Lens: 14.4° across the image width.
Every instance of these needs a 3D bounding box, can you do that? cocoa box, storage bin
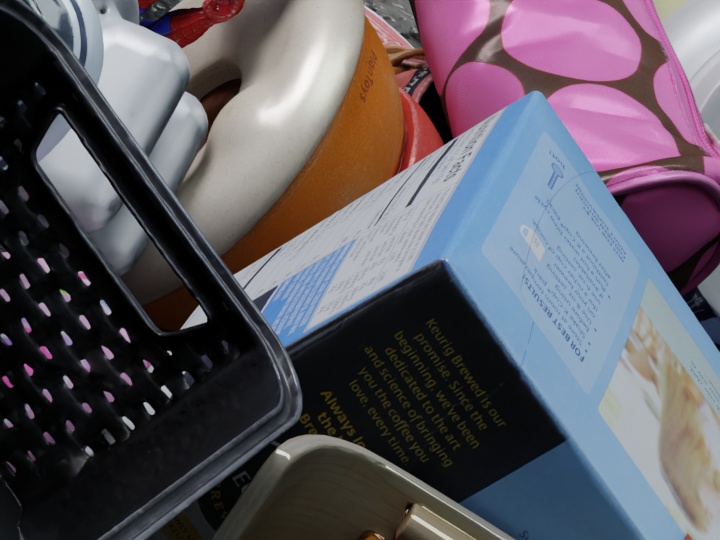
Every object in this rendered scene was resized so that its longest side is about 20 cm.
[{"bbox_3d":[0.043,0.078,0.807,0.200,0.131,0.133,54,25,-11],"label":"cocoa box"},{"bbox_3d":[-0.110,0.023,0.651,0.135,0.094,0.200,54,19,1],"label":"storage bin"}]

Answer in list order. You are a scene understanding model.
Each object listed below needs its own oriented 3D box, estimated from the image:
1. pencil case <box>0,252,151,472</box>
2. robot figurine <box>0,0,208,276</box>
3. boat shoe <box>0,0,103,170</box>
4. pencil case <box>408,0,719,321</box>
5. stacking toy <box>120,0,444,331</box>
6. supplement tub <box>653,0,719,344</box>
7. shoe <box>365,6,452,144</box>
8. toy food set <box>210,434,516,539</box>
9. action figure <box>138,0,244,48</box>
[{"bbox_3d":[-0.150,0.035,0.791,0.199,0.088,0.088,-2,44,-49],"label":"pencil case"},{"bbox_3d":[-0.149,-0.070,0.898,0.199,0.170,0.113,24,70,14],"label":"robot figurine"},{"bbox_3d":[-0.169,-0.039,0.769,0.091,0.199,0.071,55,17,-80],"label":"boat shoe"},{"bbox_3d":[0.072,-0.076,1.003,0.091,0.093,0.201,54,15,-52],"label":"pencil case"},{"bbox_3d":[0.000,0.000,0.997,0.200,0.146,0.146,41,22,-28],"label":"stacking toy"},{"bbox_3d":[0.146,-0.052,1.119,0.144,0.146,0.200,24,7,-19],"label":"supplement tub"},{"bbox_3d":[0.016,-0.064,1.094,0.071,0.091,0.200,-36,72,-20],"label":"shoe"},{"bbox_3d":[0.025,0.150,0.721,0.199,0.144,0.060,32,17,-4],"label":"toy food set"},{"bbox_3d":[-0.060,-0.112,0.935,0.065,0.200,0.052,47,32,-16],"label":"action figure"}]
